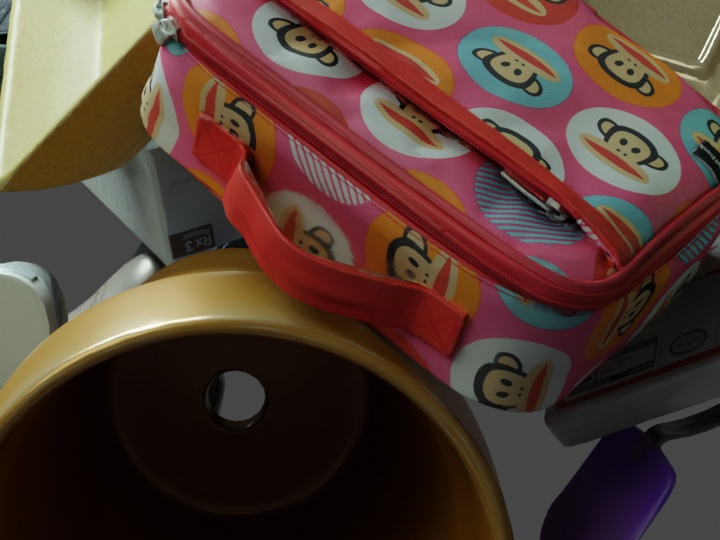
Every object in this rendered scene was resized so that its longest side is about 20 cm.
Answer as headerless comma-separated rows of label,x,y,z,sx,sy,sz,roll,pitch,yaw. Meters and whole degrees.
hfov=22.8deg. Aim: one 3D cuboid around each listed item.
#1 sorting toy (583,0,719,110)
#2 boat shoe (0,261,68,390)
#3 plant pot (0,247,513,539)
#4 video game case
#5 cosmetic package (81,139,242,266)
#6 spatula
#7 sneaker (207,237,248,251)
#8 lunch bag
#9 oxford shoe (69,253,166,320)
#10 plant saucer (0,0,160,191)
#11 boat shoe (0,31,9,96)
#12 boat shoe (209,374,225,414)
sorting toy,0.111,-0.153,0.740,0.199,0.037,0.186,19,73,30
boat shoe,-0.172,0.094,0.863,0.071,0.202,0.069,1,8,8
plant pot,-0.048,0.080,0.692,0.200,0.200,0.184,-39,16,11
video game case,0.147,-0.026,0.703,0.142,0.017,0.201,-23,31,32
cosmetic package,-0.097,-0.075,0.978,0.101,0.075,0.200,-19,25,-21
spatula,0.140,0.043,0.651,0.200,0.021,0.057,-41,26,1
sneaker,0.000,0.000,0.829,0.199,0.070,0.078,3,48,46
lunch bag,0.022,-0.044,0.634,0.176,0.199,0.082,-35,-24,-44
oxford shoe,-0.169,0.061,0.928,0.200,0.073,0.071,-50,32,-7
plant saucer,-0.079,-0.139,0.788,0.200,0.048,0.201,-41,31,22
boat shoe,-0.115,-0.115,0.911,0.199,0.062,0.073,-25,27,-31
boat shoe,-0.104,0.116,0.811,0.064,0.075,0.203,-12,34,14
